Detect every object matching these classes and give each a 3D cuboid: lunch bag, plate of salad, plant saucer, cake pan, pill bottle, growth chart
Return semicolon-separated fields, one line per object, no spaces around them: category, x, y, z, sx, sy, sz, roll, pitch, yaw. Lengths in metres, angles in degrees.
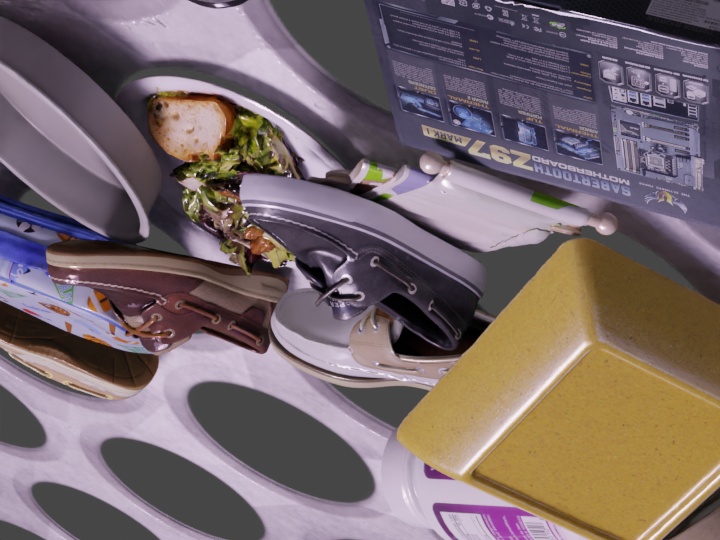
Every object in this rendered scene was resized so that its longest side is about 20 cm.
lunch bag;-0.228;-0.004;1.440;0.199;0.076;0.160;16;169;21
plate of salad;-0.081;-0.053;1.279;0.199;0.048;0.201;22;153;12
plant saucer;0.153;0.095;1.177;0.199;0.049;0.200;25;126;-20
cake pan;-0.209;-0.098;1.292;0.200;0.037;0.201;35;162;13
pill bottle;0.109;0.144;1.371;0.199;0.113;0.112;-5;139;49
growth chart;0.041;-0.038;1.154;0.144;0.018;0.200;20;167;-24

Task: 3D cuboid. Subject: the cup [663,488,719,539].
cup;0.272;0.213;1.283;0.144;0.200;0.200;55;153;5

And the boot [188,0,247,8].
boot;-0.069;-0.185;1.024;0.199;0.070;0.132;32;159;23

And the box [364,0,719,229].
box;0.105;-0.104;1.002;0.199;0.051;0.158;17;151;22

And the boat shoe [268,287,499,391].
boat shoe;0.029;0.041;1.321;0.198;0.075;0.069;11;144;18

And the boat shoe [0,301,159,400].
boat shoe;-0.268;0.054;1.621;0.199;0.074;0.066;30;148;-4

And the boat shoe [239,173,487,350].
boat shoe;0.000;0.000;1.177;0.070;0.067;0.199;5;165;43

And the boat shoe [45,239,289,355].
boat shoe;-0.135;0.024;1.348;0.072;0.073;0.199;11;180;44
